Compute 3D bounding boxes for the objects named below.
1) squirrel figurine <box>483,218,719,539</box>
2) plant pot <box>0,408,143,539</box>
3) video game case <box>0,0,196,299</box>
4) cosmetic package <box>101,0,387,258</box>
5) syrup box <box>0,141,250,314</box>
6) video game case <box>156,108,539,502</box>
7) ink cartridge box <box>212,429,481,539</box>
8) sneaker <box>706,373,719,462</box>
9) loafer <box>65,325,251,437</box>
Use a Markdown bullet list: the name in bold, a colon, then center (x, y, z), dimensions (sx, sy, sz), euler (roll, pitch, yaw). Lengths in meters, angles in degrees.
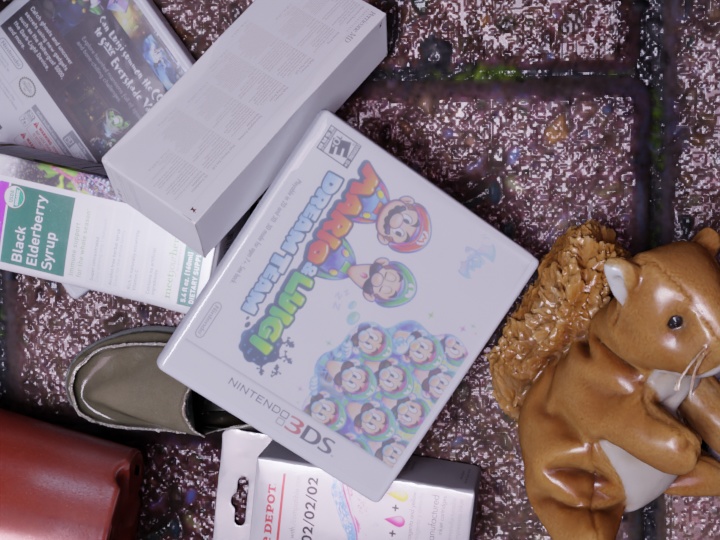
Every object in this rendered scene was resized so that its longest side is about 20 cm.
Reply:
- **squirrel figurine**: center (0.162, 0.049, 0.859), dimensions (0.140, 0.200, 0.188), euler (-15, 133, -25)
- **plant pot**: center (-0.266, 0.185, 0.965), dimensions (0.193, 0.201, 0.203), euler (11, 100, 0)
- **video game case**: center (-0.200, -0.112, 0.986), dimensions (0.181, 0.023, 0.201), euler (-36, 90, 14)
- **cosmetic package**: center (-0.072, -0.109, 0.889), dimensions (0.082, 0.051, 0.200), euler (32, 68, 20)
- **syrup box**: center (-0.184, -0.031, 0.941), dimensions (0.198, 0.081, 0.080), euler (13, 99, 8)
- **video game case**: center (-0.006, 0.027, 0.890), dimensions (0.181, 0.024, 0.201), euler (33, 93, -15)
- **ink cartridge box**: center (-0.018, 0.190, 0.973), dimensions (0.198, 0.068, 0.117), euler (8, 99, 9)
- **sneaker**: center (0.311, 0.058, 0.893), dimensions (0.199, 0.074, 0.088), euler (-27, 88, 12)
- **loafer**: center (-0.127, 0.081, 0.976), dimensions (0.198, 0.070, 0.076), euler (-4, 98, 11)
